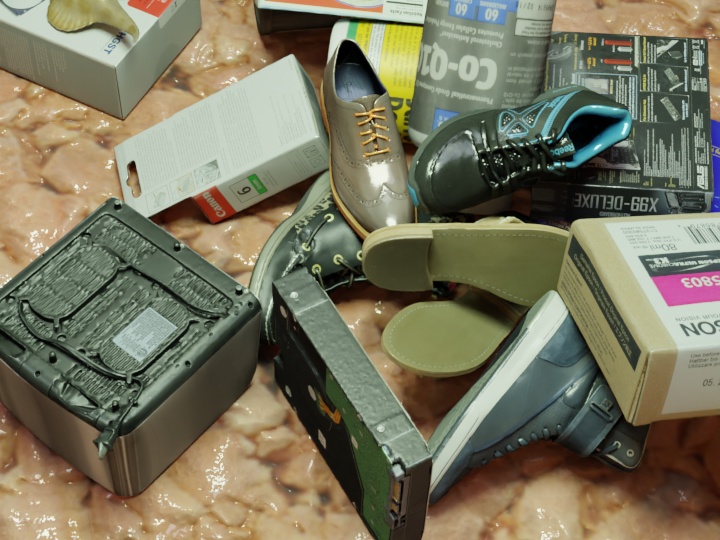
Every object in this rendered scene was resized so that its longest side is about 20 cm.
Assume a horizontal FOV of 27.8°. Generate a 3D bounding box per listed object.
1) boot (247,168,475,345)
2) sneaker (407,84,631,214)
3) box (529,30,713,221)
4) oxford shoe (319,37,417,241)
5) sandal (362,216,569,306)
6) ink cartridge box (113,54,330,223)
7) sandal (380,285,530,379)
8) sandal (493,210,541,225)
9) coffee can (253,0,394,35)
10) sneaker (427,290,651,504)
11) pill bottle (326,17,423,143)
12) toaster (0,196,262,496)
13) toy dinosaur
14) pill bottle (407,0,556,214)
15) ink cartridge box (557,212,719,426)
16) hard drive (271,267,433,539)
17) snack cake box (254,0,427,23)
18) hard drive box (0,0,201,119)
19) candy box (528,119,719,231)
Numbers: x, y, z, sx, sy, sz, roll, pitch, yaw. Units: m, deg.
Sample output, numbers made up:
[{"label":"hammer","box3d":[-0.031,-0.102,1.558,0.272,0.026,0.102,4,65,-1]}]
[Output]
[{"label":"boot","box3d":[0.000,-0.002,1.273,0.152,0.074,0.204,15,49,20]},{"label":"sneaker","box3d":[0.131,-0.103,1.198,0.198,0.074,0.082,-27,21,-17]},{"label":"box","box3d":[0.235,-0.130,1.311,0.156,0.050,0.202,3,51,6]},{"label":"oxford shoe","box3d":[0.003,-0.111,1.267,0.070,0.073,0.202,-14,62,-10]},{"label":"sandal","box3d":[0.106,-0.023,1.223,0.209,0.078,0.070,3,35,-3]},{"label":"ink cartridge box","box3d":[-0.129,-0.109,1.364,0.198,0.050,0.110,-26,53,10]},{"label":"sandal","box3d":[0.079,0.064,1.246,0.077,0.070,0.211,40,37,16]},{"label":"sandal","box3d":[0.188,0.020,1.255,0.199,0.076,0.045,30,23,6]},{"label":"coffee can","box3d":[-0.011,-0.323,1.486,0.197,0.147,0.148,-6,52,-7]},{"label":"sneaker","box3d":[0.145,0.140,1.175,0.146,0.077,0.203,41,87,-3]},{"label":"pill bottle","box3d":[0.068,-0.176,1.397,0.197,0.113,0.114,7,52,3]},{"label":"toaster","box3d":[-0.202,0.066,1.193,0.180,0.119,0.200,32,57,22]},{"label":"toy dinosaur","box3d":[-0.255,-0.268,1.407,0.199,0.058,0.101,28,71,27]},{"label":"pill bottle","box3d":[0.102,-0.159,1.282,0.112,0.202,0.114,8,15,-2]},{"label":"ink cartridge box","box3d":[0.274,0.030,1.126,0.198,0.076,0.165,-4,37,-15]},{"label":"hard drive","box3d":[-0.009,0.113,1.151,0.038,0.140,0.201,-22,55,-18]},{"label":"snack cake box","box3d":[0.003,-0.298,1.382,0.197,0.116,0.067,5,12,-9]},{"label":"hard drive box","box3d":[-0.284,-0.261,1.472,0.198,0.077,0.157,23,55,14]},{"label":"candy box","box3d":[0.261,-0.062,1.338,0.168,0.077,0.201,21,55,16]}]
